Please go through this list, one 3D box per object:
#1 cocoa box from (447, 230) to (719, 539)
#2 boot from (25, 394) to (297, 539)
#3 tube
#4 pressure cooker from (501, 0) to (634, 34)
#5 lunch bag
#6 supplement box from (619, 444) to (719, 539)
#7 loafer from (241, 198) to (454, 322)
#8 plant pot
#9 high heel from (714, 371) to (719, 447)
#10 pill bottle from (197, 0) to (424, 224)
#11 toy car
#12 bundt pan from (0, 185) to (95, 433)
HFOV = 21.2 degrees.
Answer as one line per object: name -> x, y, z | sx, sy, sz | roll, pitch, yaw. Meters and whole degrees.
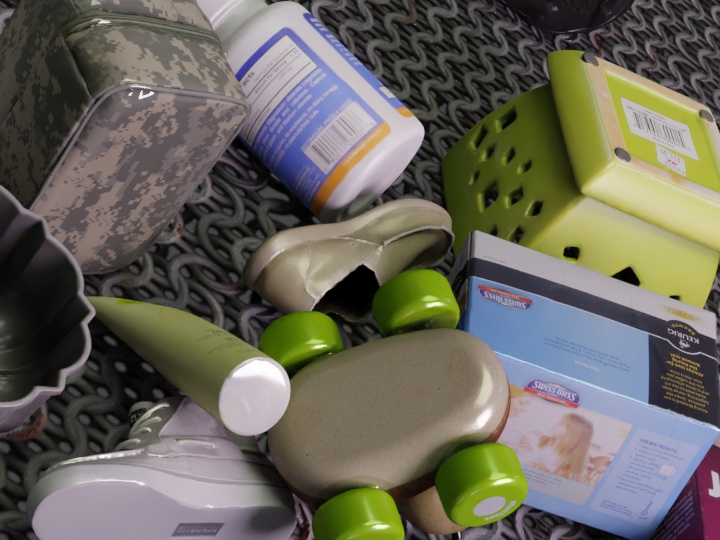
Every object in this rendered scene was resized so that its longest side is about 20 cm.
cocoa box -> 0.146, 0.086, 1.400 | 0.198, 0.134, 0.132 | 19, 39, -8
boot -> -0.133, 0.124, 1.193 | 0.199, 0.074, 0.096 | 14, 34, -45
tube -> -0.114, 0.049, 1.246 | 0.200, 0.052, 0.058 | 28, -28, 56
pressure cooker -> 0.224, -0.356, 1.972 | 0.178, 0.177, 0.200 | 28, 33, 2
lunch bag -> -0.186, -0.119, 1.294 | 0.139, 0.200, 0.168 | -2, 52, -44
supplement box -> 0.269, 0.241, 1.395 | 0.130, 0.103, 0.201 | 26, 35, -17
loafer -> 0.000, 0.000, 1.451 | 0.199, 0.076, 0.069 | -16, 62, -40
plant pot -> 0.201, -0.056, 1.603 | 0.199, 0.182, 0.200 | 20, 39, -24
high heel -> 0.319, 0.136, 1.486 | 0.141, 0.200, 0.072 | 16, 71, 7
pill bottle -> -0.054, -0.140, 1.519 | 0.200, 0.112, 0.112 | 45, 35, 9
toy car -> 0.031, 0.130, 1.270 | 0.157, 0.200, 0.165 | -19, 57, 0
bundt pan -> -0.267, 0.025, 1.163 | 0.201, 0.076, 0.203 | 26, 36, -20
